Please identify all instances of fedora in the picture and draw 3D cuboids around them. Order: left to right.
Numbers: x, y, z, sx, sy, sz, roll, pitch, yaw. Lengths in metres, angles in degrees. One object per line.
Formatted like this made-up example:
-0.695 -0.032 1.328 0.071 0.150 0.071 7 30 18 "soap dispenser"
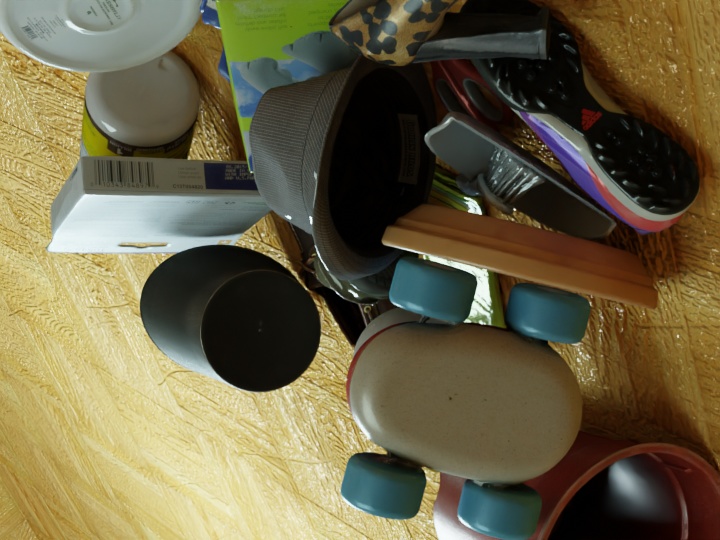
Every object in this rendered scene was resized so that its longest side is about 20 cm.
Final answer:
-0.020 -0.086 1.102 0.090 0.177 0.200 14 174 26 "fedora"

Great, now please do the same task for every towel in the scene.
0.082 -0.006 1.280 0.086 0.018 0.200 31 149 38 "towel"

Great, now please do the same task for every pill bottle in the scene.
-0.222 -0.131 1.503 0.109 0.109 0.200 46 156 9 "pill bottle"

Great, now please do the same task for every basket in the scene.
-0.112 0.049 1.456 0.180 0.136 0.200 12 -179 -15 "basket"

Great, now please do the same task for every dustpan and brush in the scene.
0.098 -0.067 1.096 0.139 0.057 0.200 32 -170 -9 "dustpan and brush"

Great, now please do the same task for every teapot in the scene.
-0.222 -0.271 1.270 0.200 0.197 0.146 -50 42 46 "teapot"

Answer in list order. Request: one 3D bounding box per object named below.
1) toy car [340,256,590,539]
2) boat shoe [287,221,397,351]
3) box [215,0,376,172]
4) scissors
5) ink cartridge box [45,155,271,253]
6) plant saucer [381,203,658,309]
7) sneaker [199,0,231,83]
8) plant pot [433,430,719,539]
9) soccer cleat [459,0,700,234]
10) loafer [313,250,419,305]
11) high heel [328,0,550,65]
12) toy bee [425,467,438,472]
0.064 0.083 1.177 0.176 0.185 0.200 12 -173 -13 "toy car"
-0.019 -0.002 1.393 0.200 0.070 0.070 55 156 -7 "boat shoe"
-0.038 -0.148 1.169 0.200 0.122 0.048 82 -175 -49 "box"
0.043 -0.175 1.108 0.200 0.014 0.073 50 158 -5 "scissors"
-0.194 -0.061 1.472 0.200 0.199 0.041 145 122 -63 "ink cartridge box"
0.115 -0.012 1.075 0.200 0.038 0.200 14 -179 0 "plant saucer"
-0.083 -0.225 1.166 0.075 0.088 0.200 33 149 36 "sneaker"
0.170 0.213 1.255 0.195 0.201 0.201 21 144 61 "plant pot"
0.136 -0.101 1.003 0.200 0.068 0.073 45 163 9 "soccer cleat"
0.000 0.000 1.246 0.075 0.070 0.200 54 -167 3 "loafer"
0.039 -0.213 0.914 0.142 0.071 0.200 2 126 13 "high heel"
0.053 0.099 1.343 0.200 0.108 0.131 80 -178 -46 "toy bee"
